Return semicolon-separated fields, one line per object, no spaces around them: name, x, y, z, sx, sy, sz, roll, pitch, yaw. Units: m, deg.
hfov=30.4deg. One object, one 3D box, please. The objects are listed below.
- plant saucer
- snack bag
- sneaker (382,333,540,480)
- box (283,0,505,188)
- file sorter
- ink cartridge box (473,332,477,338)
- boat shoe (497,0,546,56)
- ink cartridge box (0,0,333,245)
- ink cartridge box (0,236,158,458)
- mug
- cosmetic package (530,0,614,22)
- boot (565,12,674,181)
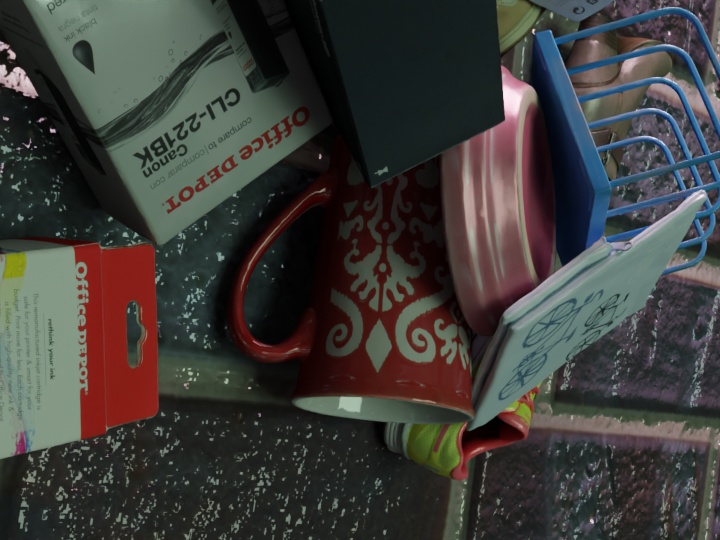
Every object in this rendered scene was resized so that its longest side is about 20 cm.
plant saucer;0.104;-0.054;0.949;0.200;0.051;0.201;-4;90;-72
snack bag;0.164;0.028;0.988;0.200;0.021;0.189;-33;159;-20
sneaker;0.118;0.102;1.094;0.200;0.090;0.078;-40;138;-17
box;-0.001;-0.186;0.810;0.104;0.182;0.200;-26;153;-4
file sorter;0.208;-0.086;1.027;0.200;0.122;0.139;79;-4;-65
ink cartridge box;0.079;-0.061;1.105;0.200;0.043;0.199;34;70;-45
boat shoe;0.107;-0.214;1.067;0.066;0.074;0.200;45;49;-8
ink cartridge box;-0.122;-0.138;0.795;0.144;0.084;0.200;-38;129;-18
ink cartridge box;-0.213;0.044;0.761;0.200;0.067;0.117;-8;101;-48
mug;0.010;-0.001;0.956;0.177;0.133;0.200;18;73;-41
cosmetic package;0.114;-0.276;1.003;0.200;0.074;0.102;16;62;-33
boot;0.236;-0.152;1.250;0.200;0.070;0.147;11;86;-53
